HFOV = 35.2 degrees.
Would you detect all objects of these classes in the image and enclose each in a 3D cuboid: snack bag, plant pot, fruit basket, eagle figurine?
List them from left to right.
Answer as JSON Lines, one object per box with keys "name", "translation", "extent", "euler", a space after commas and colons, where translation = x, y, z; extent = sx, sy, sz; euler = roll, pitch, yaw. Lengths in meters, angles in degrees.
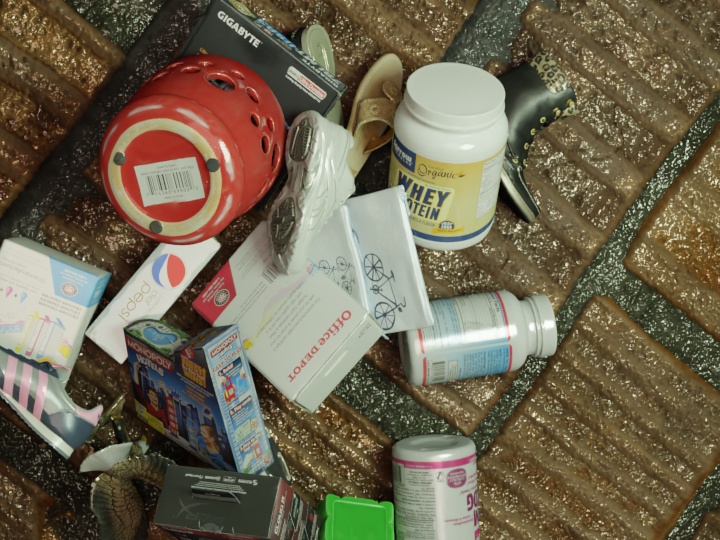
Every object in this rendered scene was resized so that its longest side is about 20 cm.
{"name": "eagle figurine", "translation": [-0.285, 0.262, 1.447], "extent": [0.151, 0.151, 0.201], "euler": [-42, 106, -42]}
{"name": "plant pot", "translation": [-0.203, -0.143, 1.355], "extent": [0.198, 0.183, 0.203], "euler": [4, 112, 11]}
{"name": "fruit basket", "translation": [-0.029, 0.420, 1.478], "extent": [0.153, 0.216, 0.219], "euler": [8, 92, -7]}
{"name": "snack bag", "translation": [0.000, 0.000, 1.459], "extent": [0.021, 0.198, 0.191], "euler": [-18, 97, -49]}

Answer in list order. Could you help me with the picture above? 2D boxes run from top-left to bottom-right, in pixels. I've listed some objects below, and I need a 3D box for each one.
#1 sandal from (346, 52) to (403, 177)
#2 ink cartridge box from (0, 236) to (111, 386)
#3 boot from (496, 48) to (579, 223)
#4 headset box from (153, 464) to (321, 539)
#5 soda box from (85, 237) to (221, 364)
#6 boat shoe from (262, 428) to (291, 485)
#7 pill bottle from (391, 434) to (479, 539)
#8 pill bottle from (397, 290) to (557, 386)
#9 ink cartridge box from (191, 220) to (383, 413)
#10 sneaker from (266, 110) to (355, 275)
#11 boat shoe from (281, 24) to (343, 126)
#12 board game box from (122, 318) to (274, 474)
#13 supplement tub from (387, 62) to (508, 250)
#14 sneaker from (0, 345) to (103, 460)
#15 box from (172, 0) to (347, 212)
{"name": "sandal", "translation": [0.020, -0.179, 1.470], "extent": [0.078, 0.069, 0.213], "euler": [40, 78, -46]}
{"name": "ink cartridge box", "translation": [-0.414, 0.075, 1.426], "extent": [0.127, 0.125, 0.202], "euler": [22, 90, -7]}
{"name": "boot", "translation": [0.226, -0.182, 1.517], "extent": [0.150, 0.073, 0.201], "euler": [-31, 91, -4]}
{"name": "headset box", "translation": [-0.146, 0.297, 1.363], "extent": [0.147, 0.200, 0.076], "euler": [3, 64, 17]}
{"name": "soda box", "translation": [-0.265, 0.022, 1.469], "extent": [0.064, 0.068, 0.201], "euler": [40, 88, -6]}
{"name": "boat shoe", "translation": [-0.155, 0.211, 1.496], "extent": [0.060, 0.074, 0.201], "euler": [-20, 76, -47]}
{"name": "pill bottle", "translation": [0.101, 0.327, 1.506], "extent": [0.112, 0.113, 0.203], "euler": [-3, 94, -6]}
{"name": "pill bottle", "translation": [0.153, 0.085, 1.501], "extent": [0.197, 0.109, 0.110], "euler": [-8, 94, -6]}
{"name": "ink cartridge box", "translation": [-0.093, 0.059, 1.441], "extent": [0.200, 0.086, 0.148], "euler": [41, 87, 23]}
{"name": "sneaker", "translation": [-0.050, -0.088, 1.397], "extent": [0.099, 0.078, 0.202], "euler": [11, 98, -39]}
{"name": "boat shoe", "translation": [-0.066, -0.217, 1.492], "extent": [0.067, 0.072, 0.203], "euler": [-3, 102, 30]}
{"name": "board game box", "translation": [-0.201, 0.136, 1.399], "extent": [0.062, 0.199, 0.202], "euler": [-35, 140, -39]}
{"name": "supplement tub", "translation": [0.108, -0.143, 1.427], "extent": [0.142, 0.145, 0.202], "euler": [-2, 131, -6]}
{"name": "sneaker", "translation": [-0.391, 0.127, 1.344], "extent": [0.082, 0.070, 0.200], "euler": [-45, 101, -19]}
{"name": "box", "translation": [-0.150, -0.212, 1.439], "extent": [0.199, 0.050, 0.199], "euler": [38, 115, -4]}
